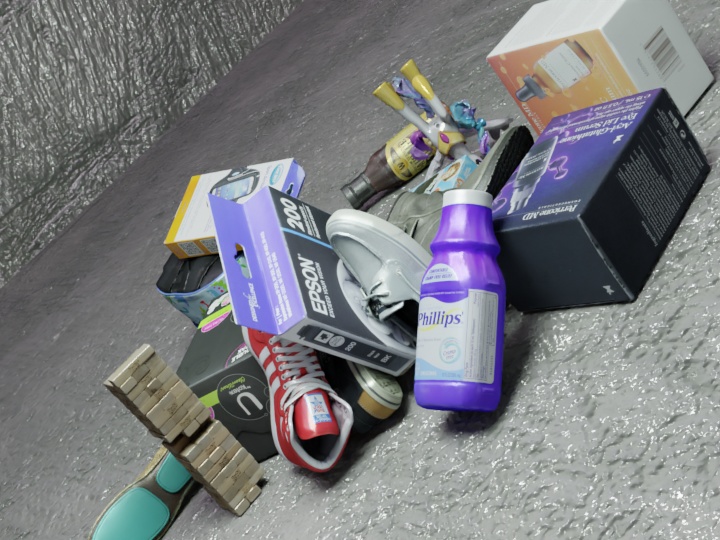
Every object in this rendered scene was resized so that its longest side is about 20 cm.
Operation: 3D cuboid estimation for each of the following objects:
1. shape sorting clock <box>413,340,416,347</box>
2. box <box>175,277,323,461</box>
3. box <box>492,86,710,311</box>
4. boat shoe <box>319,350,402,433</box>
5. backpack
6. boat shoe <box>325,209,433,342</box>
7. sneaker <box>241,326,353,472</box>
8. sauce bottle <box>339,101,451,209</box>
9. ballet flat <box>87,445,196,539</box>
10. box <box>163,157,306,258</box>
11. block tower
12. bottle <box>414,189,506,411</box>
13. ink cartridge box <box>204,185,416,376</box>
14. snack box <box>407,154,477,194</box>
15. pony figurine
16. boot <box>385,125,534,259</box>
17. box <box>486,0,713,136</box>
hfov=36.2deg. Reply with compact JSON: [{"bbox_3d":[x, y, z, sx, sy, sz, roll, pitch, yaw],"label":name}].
[{"bbox_3d":[0.084,0.017,1.226,0.200,0.039,0.200,-45,18,19],"label":"shape sorting clock"},{"bbox_3d":[-0.111,0.103,1.258,0.148,0.124,0.201,-29,24,28],"label":"box"},{"bbox_3d":[0.225,-0.067,1.077,0.147,0.105,0.200,-11,34,50],"label":"box"},{"bbox_3d":[-0.013,0.101,1.160,0.062,0.074,0.200,-54,28,13],"label":"boat shoe"},{"bbox_3d":[-0.168,-0.004,1.533,0.182,0.147,0.200,1,47,52],"label":"backpack"},{"bbox_3d":[0.040,0.021,1.078,0.072,0.200,0.070,-52,1,-36],"label":"boat shoe"},{"bbox_3d":[-0.062,0.102,1.085,0.071,0.202,0.112,-16,7,-18],"label":"sneaker"},{"bbox_3d":[0.060,-0.163,1.605,0.200,0.066,0.066,-40,21,4],"label":"sauce bottle"},{"bbox_3d":[-0.234,0.256,1.250,0.070,0.071,0.200,-6,39,54],"label":"ballet flat"},{"bbox_3d":[-0.156,-0.082,1.449,0.199,0.042,0.120,-5,52,31],"label":"box"},{"bbox_3d":[-0.181,0.164,1.143,0.054,0.200,0.058,-47,23,-23],"label":"block tower"},{"bbox_3d":[0.094,0.028,1.013,0.083,0.065,0.202,-6,77,51],"label":"bottle"},{"bbox_3d":[-0.051,0.002,1.111,0.043,0.199,0.199,-50,39,27],"label":"ink cartridge box"},{"bbox_3d":[0.066,-0.032,1.242,0.116,0.037,0.201,-30,27,46],"label":"snack box"},{"bbox_3d":[0.107,-0.174,1.420,0.166,0.200,0.193,-42,5,9],"label":"pony figurine"},{"bbox_3d":[0.093,-0.077,1.151,0.130,0.068,0.201,7,55,40],"label":"boot"},{"bbox_3d":[0.272,-0.233,1.269,0.106,0.153,0.200,-48,22,-21],"label":"box"}]
